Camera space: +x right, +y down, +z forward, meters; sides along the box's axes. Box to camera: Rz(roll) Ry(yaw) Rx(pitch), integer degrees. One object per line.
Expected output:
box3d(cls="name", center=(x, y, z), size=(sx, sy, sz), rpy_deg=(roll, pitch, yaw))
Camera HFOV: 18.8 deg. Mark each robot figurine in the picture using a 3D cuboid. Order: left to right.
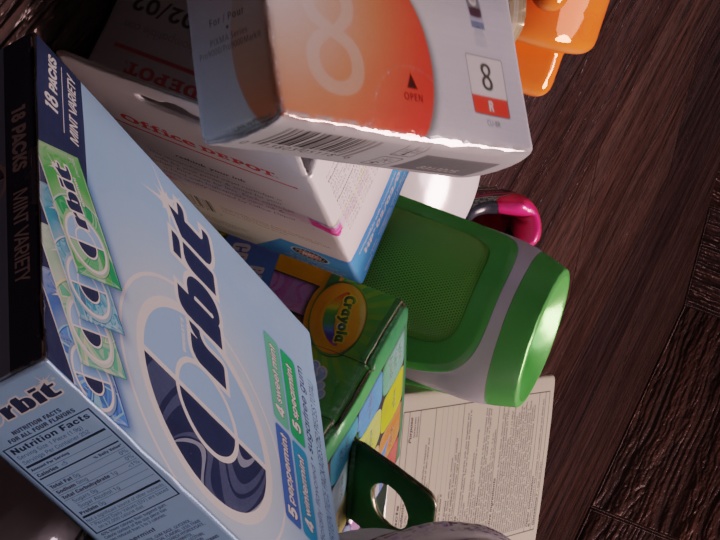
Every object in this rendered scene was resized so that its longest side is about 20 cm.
box3d(cls="robot figurine", center=(0.118, -0.220, 1.432), size=(0.144, 0.116, 0.201), rpy_deg=(-11, 121, -62))

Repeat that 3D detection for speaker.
box3d(cls="speaker", center=(0.000, 0.000, 1.096), size=(0.088, 0.199, 0.089), rpy_deg=(20, 90, -76))

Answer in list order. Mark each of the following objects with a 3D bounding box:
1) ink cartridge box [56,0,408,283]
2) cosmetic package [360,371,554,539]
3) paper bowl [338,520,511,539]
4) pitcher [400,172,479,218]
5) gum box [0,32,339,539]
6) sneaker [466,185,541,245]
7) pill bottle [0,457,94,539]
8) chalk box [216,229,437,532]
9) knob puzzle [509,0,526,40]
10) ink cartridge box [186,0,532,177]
box3d(cls="ink cartridge box", center=(-0.051, -0.070, 0.975), size=(0.200, 0.115, 0.068), rpy_deg=(65, 47, -71))
box3d(cls="cosmetic package", center=(0.029, 0.105, 1.172), size=(0.200, 0.073, 0.104), rpy_deg=(1, 97, -61))
box3d(cls="paper bowl", center=(0.001, 0.192, 0.924), size=(0.200, 0.104, 0.201), rpy_deg=(-26, 138, -25))
box3d(cls="pitcher", center=(0.007, -0.113, 1.180), size=(0.172, 0.121, 0.201), rpy_deg=(-77, 165, -48))
box3d(cls="gum box", center=(-0.078, 0.036, 0.814), size=(0.200, 0.044, 0.170), rpy_deg=(50, 21, -41))
box3d(cls="sneaker", center=(0.023, 0.010, 1.237), size=(0.200, 0.074, 0.081), rpy_deg=(-46, 118, -33))
box3d(cls="pill bottle", center=(-0.147, 0.114, 0.878), size=(0.200, 0.111, 0.112), rpy_deg=(86, 28, -61))
box3d(cls="chalk box", center=(-0.052, 0.074, 0.999), size=(0.125, 0.199, 0.124), rpy_deg=(95, 21, -50))
box3d(cls="knob puzzle", center=(0.049, -0.193, 1.201), size=(0.220, 0.030, 0.221), rpy_deg=(178, -90, -74))
box3d(cls="ink cartridge box", center=(-0.004, -0.143, 0.885), size=(0.162, 0.050, 0.201), rpy_deg=(4, 77, -49))
